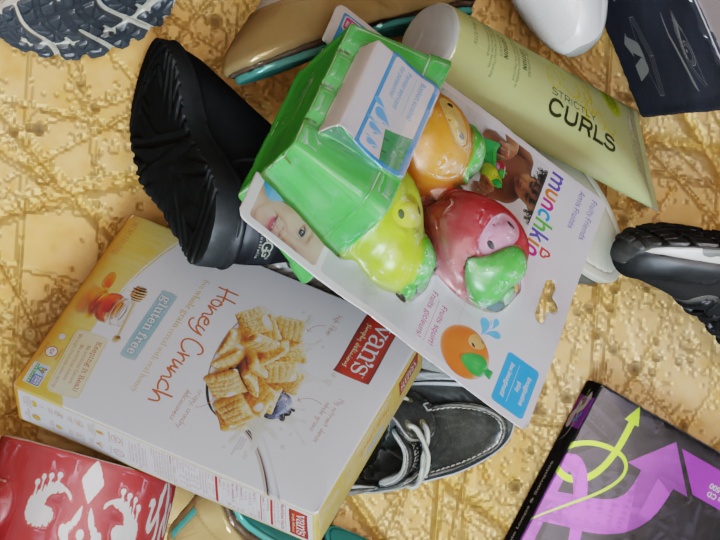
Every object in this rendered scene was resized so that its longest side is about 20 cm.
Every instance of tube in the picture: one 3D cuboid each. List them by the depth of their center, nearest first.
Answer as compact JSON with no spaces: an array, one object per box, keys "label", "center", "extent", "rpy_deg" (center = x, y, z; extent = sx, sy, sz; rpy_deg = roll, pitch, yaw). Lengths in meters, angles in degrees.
[{"label":"tube","center":[0.109,-0.102,1.573],"extent":[0.199,0.052,0.058],"rpy_deg":[25,86,-38]}]

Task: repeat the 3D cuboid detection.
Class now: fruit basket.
[{"label":"fruit basket","center":[0.042,-0.037,1.435],"extent":[0.199,0.094,0.186],"rpy_deg":[33,48,-9]}]

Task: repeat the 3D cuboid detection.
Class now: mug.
[{"label":"mug","center":[-0.192,0.202,1.507],"extent":[0.133,0.177,0.202],"rpy_deg":[13,83,26]}]

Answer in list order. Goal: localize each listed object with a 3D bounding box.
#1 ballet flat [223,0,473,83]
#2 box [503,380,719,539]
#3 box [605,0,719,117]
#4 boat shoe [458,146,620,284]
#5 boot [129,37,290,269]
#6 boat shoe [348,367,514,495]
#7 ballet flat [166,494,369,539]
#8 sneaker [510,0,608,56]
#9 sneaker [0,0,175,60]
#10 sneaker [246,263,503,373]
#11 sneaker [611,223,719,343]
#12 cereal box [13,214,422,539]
[{"label":"ballet flat","center":[-0.014,-0.159,1.547],"extent":[0.199,0.068,0.063],"rpy_deg":[-21,92,-44]},{"label":"box","center":[0.160,0.191,1.641],"extent":[0.142,0.036,0.201],"rpy_deg":[29,88,-10]},{"label":"box","center":[0.206,-0.205,1.557],"extent":[0.117,0.200,0.198],"rpy_deg":[-24,96,-9]},{"label":"boat shoe","center":[0.082,-0.058,1.605],"extent":[0.202,0.060,0.072],"rpy_deg":[42,44,-23]},{"label":"boot","center":[-0.038,-0.057,1.542],"extent":[0.167,0.201,0.077],"rpy_deg":[8,121,-26]},{"label":"boat shoe","center":[0.013,0.108,1.574],"extent":[0.199,0.071,0.073],"rpy_deg":[-8,111,-25]},{"label":"ballet flat","center":[-0.037,0.180,1.575],"extent":[0.063,0.069,0.200],"rpy_deg":[-37,130,23]},{"label":"sneaker","center":[0.080,-0.217,1.580],"extent":[0.080,0.070,0.201],"rpy_deg":[-24,86,-47]},{"label":"sneaker","center":[-0.134,-0.198,1.562],"extent":[0.199,0.078,0.087],"rpy_deg":[-25,58,4]},{"label":"sneaker","center":[0.000,0.000,1.598],"extent":[0.199,0.074,0.082],"rpy_deg":[20,53,-5]},{"label":"sneaker","center":[0.244,0.027,1.620],"extent":[0.199,0.076,0.088],"rpy_deg":[10,98,-21]},{"label":"cereal box","center":[-0.080,0.060,1.516],"extent":[0.199,0.040,0.144],"rpy_deg":[21,54,15]}]
